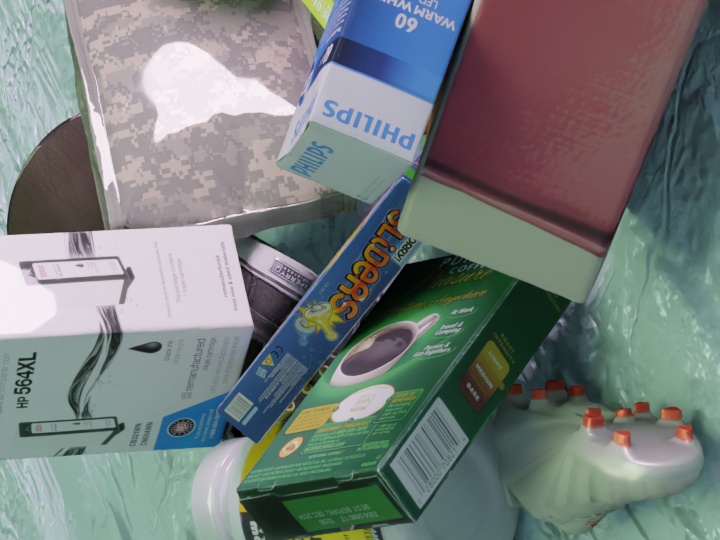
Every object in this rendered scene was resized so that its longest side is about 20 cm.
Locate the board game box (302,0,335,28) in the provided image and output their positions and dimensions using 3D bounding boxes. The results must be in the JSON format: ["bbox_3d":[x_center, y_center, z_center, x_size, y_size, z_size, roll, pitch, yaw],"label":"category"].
[{"bbox_3d":[0.029,-0.223,1.487,0.102,0.048,0.200,54,133,33],"label":"board game box"}]

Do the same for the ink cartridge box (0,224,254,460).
[{"bbox_3d":[-0.181,0.048,1.613,0.146,0.200,0.084,108,153,-53],"label":"ink cartridge box"}]

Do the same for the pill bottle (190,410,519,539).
[{"bbox_3d":[-0.009,0.138,1.546,0.200,0.112,0.112,-7,82,47],"label":"pill bottle"}]

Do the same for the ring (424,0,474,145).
[{"bbox_3d":[0.071,-0.158,1.425,0.200,0.019,0.201,21,-90,-85],"label":"ring"}]

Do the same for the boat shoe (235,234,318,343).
[{"bbox_3d":[-0.078,0.009,1.722,0.064,0.071,0.200,-58,10,-1],"label":"boat shoe"}]

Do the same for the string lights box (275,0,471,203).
[{"bbox_3d":[0.022,-0.144,1.312,0.103,0.059,0.200,141,149,-75],"label":"string lights box"}]

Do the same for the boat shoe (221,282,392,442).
[{"bbox_3d":[-0.032,0.074,1.662,0.071,0.091,0.201,38,122,57],"label":"boat shoe"}]

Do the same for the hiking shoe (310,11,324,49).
[{"bbox_3d":[0.015,-0.147,1.622,0.101,0.076,0.200,98,159,-49],"label":"hiking shoe"}]

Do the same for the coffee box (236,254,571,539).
[{"bbox_3d":[0.029,0.065,1.435,0.123,0.200,0.044,-14,120,46],"label":"coffee box"}]

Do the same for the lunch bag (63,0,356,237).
[{"bbox_3d":[-0.099,-0.094,1.690,0.118,0.164,0.200,89,169,-52],"label":"lunch bag"}]

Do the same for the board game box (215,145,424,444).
[{"bbox_3d":[0.000,0.000,1.528,0.200,0.034,0.135,-51,1,29],"label":"board game box"}]

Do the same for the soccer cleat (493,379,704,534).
[{"bbox_3d":[0.128,0.108,1.385,0.200,0.069,0.078,-166,74,-69],"label":"soccer cleat"}]

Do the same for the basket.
[{"bbox_3d":[-0.161,0.007,1.876,0.200,0.136,0.181,50,143,47],"label":"basket"}]

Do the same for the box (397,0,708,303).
[{"bbox_3d":[0.109,-0.107,1.328,0.128,0.109,0.200,-60,-10,-59],"label":"box"}]
